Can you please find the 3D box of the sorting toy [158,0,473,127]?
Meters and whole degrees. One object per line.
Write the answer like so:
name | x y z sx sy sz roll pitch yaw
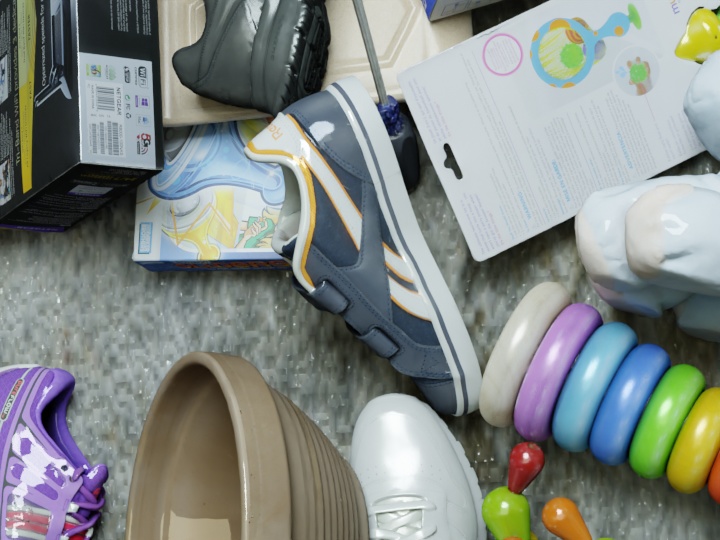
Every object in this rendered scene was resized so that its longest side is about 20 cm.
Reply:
sorting toy | -0.036 -0.181 0.860 0.199 0.036 0.186 -4 79 5

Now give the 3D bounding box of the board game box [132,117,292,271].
board game box | -0.065 -0.101 0.884 0.134 0.034 0.201 -1 79 11

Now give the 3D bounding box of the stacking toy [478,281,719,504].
stacking toy | 0.166 0.084 0.771 0.199 0.085 0.086 27 86 19

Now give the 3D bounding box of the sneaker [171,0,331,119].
sneaker | -0.053 -0.185 0.810 0.090 0.076 0.201 11 78 14

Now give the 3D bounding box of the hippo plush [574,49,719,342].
hippo plush | 0.206 -0.056 0.738 0.200 0.159 0.162 0 72 55

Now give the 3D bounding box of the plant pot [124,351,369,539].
plant pot | -0.057 0.149 0.787 0.092 0.201 0.202 8 79 -25

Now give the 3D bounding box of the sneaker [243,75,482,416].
sneaker | 0.000 0.000 0.801 0.079 0.078 0.201 -26 104 -9

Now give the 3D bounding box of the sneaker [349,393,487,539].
sneaker | 0.029 0.167 0.786 0.076 0.080 0.201 -9 84 13

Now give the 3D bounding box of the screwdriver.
screwdriver | 0.013 -0.098 0.785 0.029 0.200 0.028 38 75 20

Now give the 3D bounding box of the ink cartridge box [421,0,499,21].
ink cartridge box | 0.118 -0.217 0.829 0.199 0.044 0.095 -17 80 -11

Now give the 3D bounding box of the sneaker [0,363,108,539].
sneaker | -0.182 0.150 0.845 0.083 0.081 0.201 -13 77 3

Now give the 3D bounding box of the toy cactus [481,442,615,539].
toy cactus | 0.124 0.204 0.774 0.200 0.102 0.165 39 108 13

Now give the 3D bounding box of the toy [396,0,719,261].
toy | 0.128 -0.101 0.831 0.199 0.047 0.116 -25 100 -3

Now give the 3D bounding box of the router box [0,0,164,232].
router box | -0.173 -0.136 0.856 0.052 0.157 0.201 3 78 -32
